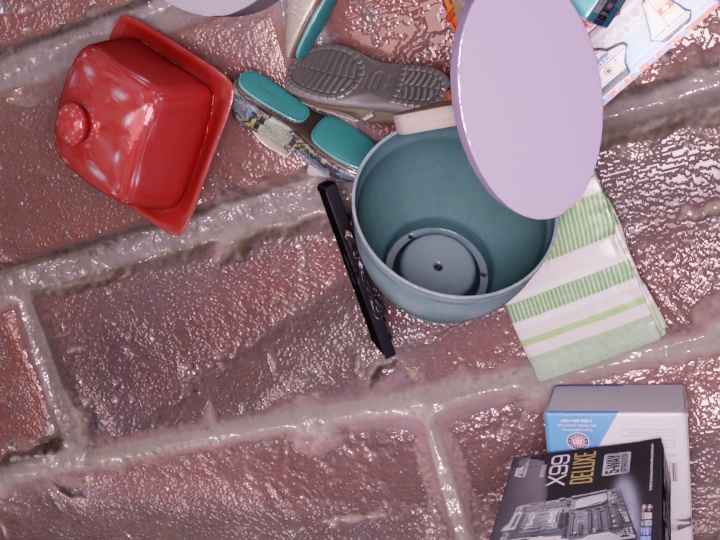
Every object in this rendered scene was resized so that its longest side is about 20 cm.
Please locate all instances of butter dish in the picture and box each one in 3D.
[{"bbox_3d":[-0.267,-0.160,1.041,0.199,0.147,0.201,34,113,24],"label":"butter dish"}]

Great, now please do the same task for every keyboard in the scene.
[{"bbox_3d":[0.000,0.000,1.029,0.020,0.127,0.202,-22,103,-6],"label":"keyboard"}]

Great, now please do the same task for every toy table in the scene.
[{"bbox_3d":[0.128,-0.152,0.828,0.181,0.117,0.203,-6,102,-13],"label":"toy table"}]

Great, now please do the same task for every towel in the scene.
[{"bbox_3d":[0.220,0.005,1.012,0.151,0.023,0.202,-22,99,23],"label":"towel"}]

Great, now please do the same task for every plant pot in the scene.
[{"bbox_3d":[0.084,-0.029,0.953,0.198,0.201,0.135,26,150,9],"label":"plant pot"}]

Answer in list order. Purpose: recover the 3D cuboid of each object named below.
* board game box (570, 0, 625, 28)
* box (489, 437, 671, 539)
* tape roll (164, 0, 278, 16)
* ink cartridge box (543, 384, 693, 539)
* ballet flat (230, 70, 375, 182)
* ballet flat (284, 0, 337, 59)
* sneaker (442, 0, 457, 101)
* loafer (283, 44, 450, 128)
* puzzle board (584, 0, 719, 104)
[{"bbox_3d":[0.147,-0.297,0.867,0.199,0.151,0.047,38,111,11],"label":"board game box"},{"bbox_3d":[0.209,0.235,0.891,0.156,0.200,0.050,-11,105,22],"label":"box"},{"bbox_3d":[-0.151,-0.373,1.005,0.197,0.066,0.203,5,106,17],"label":"tape roll"},{"bbox_3d":[0.280,0.231,1.020,0.143,0.084,0.203,-3,104,18],"label":"ink cartridge box"},{"bbox_3d":[-0.058,-0.144,1.046,0.199,0.074,0.075,36,112,8],"label":"ballet flat"},{"bbox_3d":[-0.037,-0.318,0.986,0.062,0.067,0.201,34,103,4],"label":"ballet flat"},{"bbox_3d":[0.109,-0.220,0.914,0.112,0.078,0.200,-40,86,-15],"label":"sneaker"},{"bbox_3d":[0.007,-0.181,0.999,0.198,0.070,0.076,20,68,28],"label":"loafer"},{"bbox_3d":[0.228,-0.251,0.942,0.200,0.017,0.151,-41,89,23],"label":"puzzle board"}]
